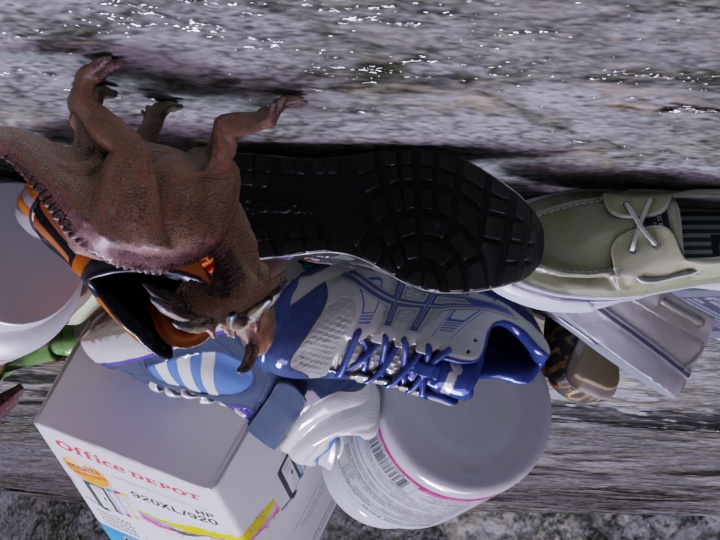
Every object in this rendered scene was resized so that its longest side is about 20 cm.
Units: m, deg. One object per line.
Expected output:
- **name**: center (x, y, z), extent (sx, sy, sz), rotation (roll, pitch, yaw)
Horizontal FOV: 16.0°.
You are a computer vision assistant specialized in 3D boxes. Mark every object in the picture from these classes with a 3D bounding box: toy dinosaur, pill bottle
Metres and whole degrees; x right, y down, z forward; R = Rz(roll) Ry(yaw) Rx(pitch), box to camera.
- **toy dinosaur**: center (-0.104, -0.026, 1.273), extent (0.199, 0.136, 0.086), rotation (11, 168, -33)
- **pill bottle**: center (-0.235, 0.004, 1.574), extent (0.112, 0.113, 0.200), rotation (8, 169, -20)
- **pill bottle**: center (0.043, 0.108, 1.673), extent (0.113, 0.114, 0.200), rotation (6, 165, -14)

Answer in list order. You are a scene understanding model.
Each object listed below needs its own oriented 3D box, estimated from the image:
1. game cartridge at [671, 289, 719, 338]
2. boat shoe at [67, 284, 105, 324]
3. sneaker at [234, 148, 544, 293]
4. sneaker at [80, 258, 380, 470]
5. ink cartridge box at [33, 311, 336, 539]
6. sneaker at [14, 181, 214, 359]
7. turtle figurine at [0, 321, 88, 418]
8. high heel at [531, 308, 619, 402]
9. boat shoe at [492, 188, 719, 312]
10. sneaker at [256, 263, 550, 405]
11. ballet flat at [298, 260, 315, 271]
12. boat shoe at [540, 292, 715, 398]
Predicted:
- **game cartridge**: center (0.233, 0.013, 1.666), extent (0.133, 0.041, 0.200), rotation (3, 171, 27)
- **boat shoe**: center (-0.153, -0.007, 1.626), extent (0.076, 0.072, 0.200), rotation (-5, 174, -19)
- **sneaker**: center (0.009, -0.032, 1.430), extent (0.199, 0.076, 0.088), rotation (9, -179, 14)
- **sneaker**: center (-0.076, 0.074, 1.606), extent (0.200, 0.147, 0.081), rotation (-14, -156, 43)
- **ink cartridge box**: center (-0.106, 0.112, 1.761), extent (0.147, 0.145, 0.200), rotation (18, 155, 22)
- **sneaker**: center (-0.108, 0.004, 1.465), extent (0.078, 0.112, 0.200), rotation (-49, 152, 19)
- **turtle figurine**: center (-0.273, 0.027, 1.787), extent (0.193, 0.144, 0.200), rotation (-19, -155, 6)
- **high heel**: center (0.102, 0.051, 1.706), extent (0.142, 0.072, 0.200), rotation (-4, -168, 16)
- **boat shoe**: center (0.164, -0.021, 1.436), extent (0.199, 0.072, 0.062), rotation (-4, 158, -12)
- **sneaker**: center (0.030, 0.038, 1.498), extent (0.200, 0.088, 0.075), rotation (-10, 138, -38)
- **ballet flat**: center (0.000, 0.000, 1.640), extent (0.199, 0.068, 0.064), rotation (-5, -163, 18)
- **boat shoe**: center (0.135, -0.002, 1.519), extent (0.200, 0.070, 0.071), rotation (36, 175, -24)
